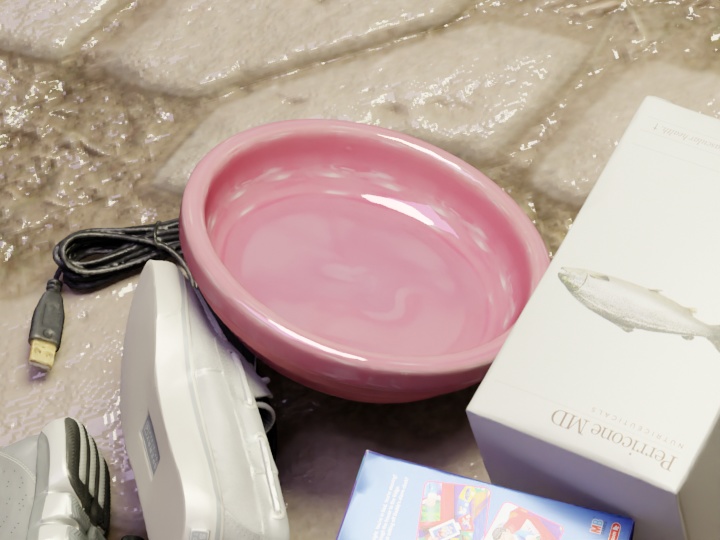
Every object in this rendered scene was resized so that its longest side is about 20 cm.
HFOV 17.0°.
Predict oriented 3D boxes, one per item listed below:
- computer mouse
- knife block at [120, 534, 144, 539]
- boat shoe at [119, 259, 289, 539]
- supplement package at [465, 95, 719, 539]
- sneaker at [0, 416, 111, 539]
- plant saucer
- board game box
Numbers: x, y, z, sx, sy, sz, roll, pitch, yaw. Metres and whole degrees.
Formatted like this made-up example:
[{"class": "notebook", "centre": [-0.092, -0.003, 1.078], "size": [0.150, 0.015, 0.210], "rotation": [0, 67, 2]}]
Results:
[{"class": "computer mouse", "centre": [-0.118, 0.044, 1.304], "size": [0.139, 0.046, 0.201], "rotation": [-9, 55, 8]}, {"class": "knife block", "centre": [-0.105, 0.225, 1.167], "size": [0.200, 0.064, 0.175], "rotation": [-42, 55, -13]}, {"class": "boat shoe", "centre": [-0.076, 0.071, 1.207], "size": [0.068, 0.072, 0.200], "rotation": [9, 32, -22]}, {"class": "supplement package", "centre": [0.155, 0.036, 1.188], "size": [0.116, 0.118, 0.201], "rotation": [20, 65, 24]}, {"class": "sneaker", "centre": [-0.189, 0.172, 1.230], "size": [0.115, 0.075, 0.201], "rotation": [-14, 44, 12]}, {"class": "plant saucer", "centre": [0.000, 0.000, 1.255], "size": [0.199, 0.051, 0.201], "rotation": [12, 38, -9]}, {"class": "board game box", "centre": [0.037, 0.192, 1.099], "size": [0.133, 0.045, 0.201], "rotation": [14, 58, 11]}]
